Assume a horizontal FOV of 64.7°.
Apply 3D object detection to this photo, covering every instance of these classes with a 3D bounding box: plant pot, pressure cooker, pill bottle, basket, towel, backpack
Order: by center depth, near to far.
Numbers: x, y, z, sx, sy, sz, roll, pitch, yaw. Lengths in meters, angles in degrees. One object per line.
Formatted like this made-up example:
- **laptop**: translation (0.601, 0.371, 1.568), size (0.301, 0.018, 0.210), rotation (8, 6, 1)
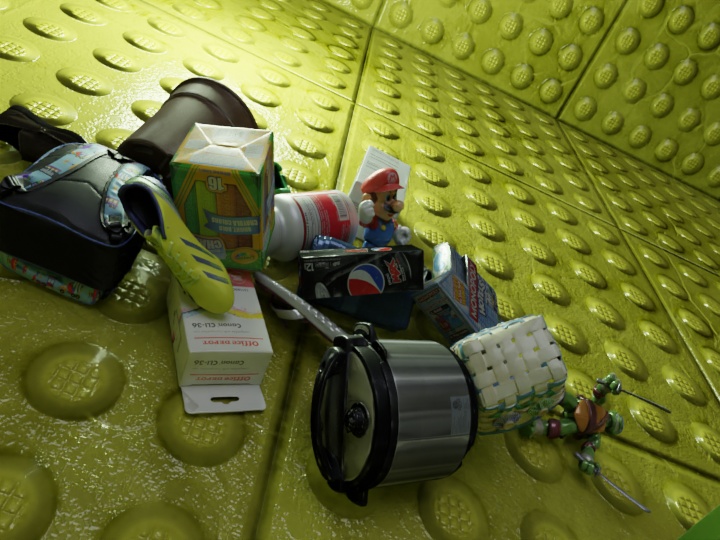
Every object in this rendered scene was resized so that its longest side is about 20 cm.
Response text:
- **pressure cooker**: translation (0.027, 0.172, 0.707), size (0.194, 0.181, 0.179), rotation (5, 42, -32)
- **backpack**: translation (-0.373, -0.080, 0.783), size (0.177, 0.137, 0.203), rotation (22, 34, -9)
- **basket**: translation (0.195, 0.152, 0.803), size (0.171, 0.201, 0.143), rotation (-19, 72, -2)
- **plant pot**: translation (-0.293, -0.184, 0.946), size (0.196, 0.203, 0.200), rotation (28, 41, 1)
- **towel**: translation (-0.002, 0.023, 0.955), size (0.194, 0.115, 0.049), rotation (20, -10, -8)
- **pill bottle**: translation (-0.106, -0.078, 0.998), size (0.196, 0.114, 0.113), rotation (-12, 49, -44)

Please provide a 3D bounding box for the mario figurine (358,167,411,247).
- **mario figurine**: translation (0.045, -0.078, 1.016), size (0.102, 0.207, 0.124), rotation (6, 22, 2)

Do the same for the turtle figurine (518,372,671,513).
- **turtle figurine**: translation (0.360, 0.235, 0.894), size (0.187, 0.148, 0.202), rotation (13, 24, -8)

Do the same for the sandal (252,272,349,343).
- **sandal**: translation (-0.100, 0.066, 0.863), size (0.200, 0.051, 0.082), rotation (33, -6, 27)

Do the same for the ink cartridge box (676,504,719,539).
- **ink cartridge box**: translation (0.370, 0.388, 0.654), size (0.073, 0.204, 0.150), rotation (11, 36, -22)

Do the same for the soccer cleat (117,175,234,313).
- **soccer cleat**: translation (-0.232, -0.026, 0.708), size (0.203, 0.064, 0.084), rotation (56, 10, -4)

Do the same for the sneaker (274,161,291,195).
- **sneaker**: translation (-0.183, -0.185, 1.107), size (0.072, 0.085, 0.201), rotation (-8, 47, -41)

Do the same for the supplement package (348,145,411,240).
- **supplement package**: translation (0.032, -0.160, 1.207), size (0.107, 0.116, 0.202), rotation (25, 32, -5)

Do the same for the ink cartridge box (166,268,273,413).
- **ink cartridge box**: translation (-0.188, 0.087, 0.761), size (0.113, 0.069, 0.203), rotation (5, 40, -31)

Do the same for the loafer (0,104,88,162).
- **loafer**: translation (-0.504, -0.190, 0.900), size (0.195, 0.075, 0.072), rotation (26, 38, 12)

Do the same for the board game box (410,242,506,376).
- **board game box**: translation (0.172, 0.048, 0.977), size (0.199, 0.061, 0.205), rotation (40, 40, -30)

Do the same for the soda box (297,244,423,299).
- **soda box**: translation (0.000, 0.000, 0.893), size (0.192, 0.066, 0.071), rotation (-4, 11, -11)

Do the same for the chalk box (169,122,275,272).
- **chalk box**: translation (-0.190, -0.085, 0.819), size (0.119, 0.205, 0.126), rotation (5, 37, -1)

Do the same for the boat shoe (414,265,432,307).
- **boat shoe**: translation (0.108, 0.031, 1.043), size (0.195, 0.061, 0.078), rotation (9, 80, -35)
